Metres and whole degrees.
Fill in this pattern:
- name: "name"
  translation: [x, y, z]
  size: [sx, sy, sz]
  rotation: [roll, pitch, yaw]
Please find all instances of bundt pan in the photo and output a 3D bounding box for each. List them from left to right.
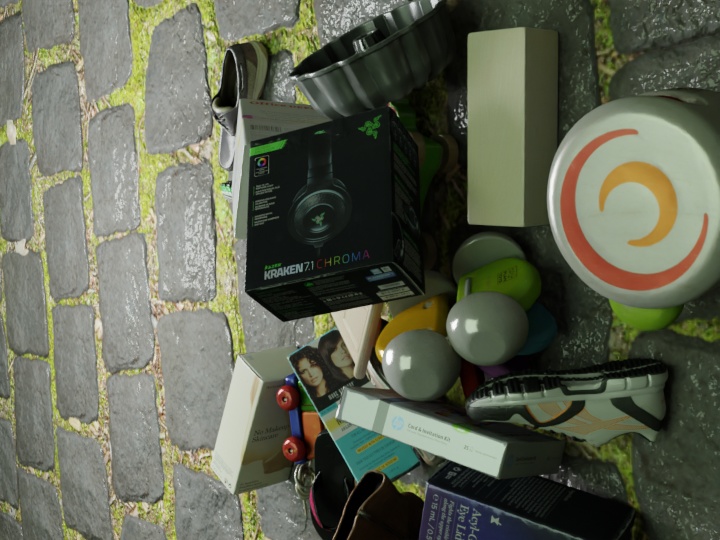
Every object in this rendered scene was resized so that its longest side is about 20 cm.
- name: "bundt pan"
  translation: [0.021, -0.234, 1.182]
  size: [0.201, 0.202, 0.076]
  rotation: [-1, 122, 51]

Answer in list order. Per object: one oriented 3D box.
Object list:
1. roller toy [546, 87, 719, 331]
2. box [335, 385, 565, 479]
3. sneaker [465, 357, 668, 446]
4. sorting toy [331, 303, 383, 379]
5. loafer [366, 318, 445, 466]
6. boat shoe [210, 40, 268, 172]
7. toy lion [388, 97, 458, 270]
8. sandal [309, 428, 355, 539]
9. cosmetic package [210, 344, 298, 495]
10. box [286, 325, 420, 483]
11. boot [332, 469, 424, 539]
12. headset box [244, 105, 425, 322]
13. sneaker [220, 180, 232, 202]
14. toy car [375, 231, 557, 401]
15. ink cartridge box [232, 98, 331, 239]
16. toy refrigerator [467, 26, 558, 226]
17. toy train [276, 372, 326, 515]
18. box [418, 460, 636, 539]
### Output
- name: "roller toy"
  translation: [0.272, -0.068, 0.914]
  size: [0.183, 0.139, 0.200]
  rotation: [55, 132, 16]
- name: "box"
  translation: [0.097, 0.171, 1.109]
  size: [0.199, 0.156, 0.042]
  rotation: [16, 91, 34]
- name: "sneaker"
  translation: [0.202, 0.139, 1.021]
  size: [0.198, 0.074, 0.081]
  rotation: [-6, 103, 14]
- name: "sorting toy"
  translation: [0.000, 0.000, 1.256]
  size: [0.201, 0.036, 0.186]
  rotation: [-113, 29, -50]
- name: "loafer"
  translation: [0.049, 0.150, 1.279]
  size: [0.201, 0.071, 0.063]
  rotation: [56, 140, 27]
- name: "boat shoe"
  translation: [-0.188, -0.239, 1.525]
  size: [0.072, 0.064, 0.201]
  rotation: [40, 125, 39]
- name: "toy lion"
  translation: [0.031, -0.120, 1.278]
  size: [0.191, 0.068, 0.202]
  rotation: [36, 122, 51]
- name: "sandal"
  translation: [-0.036, 0.300, 1.370]
  size: [0.074, 0.045, 0.201]
  rotation: [5, 120, 13]
- name: "cosmetic package"
  translation: [-0.138, 0.214, 1.490]
  size: [0.071, 0.105, 0.201]
  rotation: [40, 125, 39]
- name: "box"
  translation: [-0.009, 0.176, 1.309]
  size: [0.201, 0.082, 0.049]
  rotation: [58, 175, 16]
- name: "boot"
  translation: [0.013, 0.336, 1.202]
  size: [0.068, 0.200, 0.189]
  rotation: [28, 82, 25]
- name: "headset box"
  translation: [-0.027, -0.065, 1.125]
  size: [0.173, 0.093, 0.202]
  rotation: [-11, 62, 21]
- name: "sneaker"
  translation: [-0.138, -0.082, 1.474]
  size: [0.200, 0.078, 0.086]
  rotation: [31, 126, 49]
- name: "toy car"
  translation: [0.122, 0.071, 1.119]
  size: [0.199, 0.175, 0.150]
  rotation: [-32, 113, 24]
- name: "ink cartridge box"
  translation: [-0.095, -0.133, 1.327]
  size: [0.200, 0.127, 0.126]
  rotation: [-105, 22, -62]
- name: "toy refrigerator"
  translation: [0.163, -0.150, 1.100]
  size: [0.076, 0.070, 0.202]
  rotation: [5, 99, 44]
- name: "toy train"
  translation: [-0.037, 0.236, 1.397]
  size: [0.115, 0.084, 0.202]
  rotation: [-2, 98, 34]
- name: "box"
  translation: [0.165, 0.296, 1.070]
  size: [0.199, 0.104, 0.149]
  rotation: [14, 106, 27]
